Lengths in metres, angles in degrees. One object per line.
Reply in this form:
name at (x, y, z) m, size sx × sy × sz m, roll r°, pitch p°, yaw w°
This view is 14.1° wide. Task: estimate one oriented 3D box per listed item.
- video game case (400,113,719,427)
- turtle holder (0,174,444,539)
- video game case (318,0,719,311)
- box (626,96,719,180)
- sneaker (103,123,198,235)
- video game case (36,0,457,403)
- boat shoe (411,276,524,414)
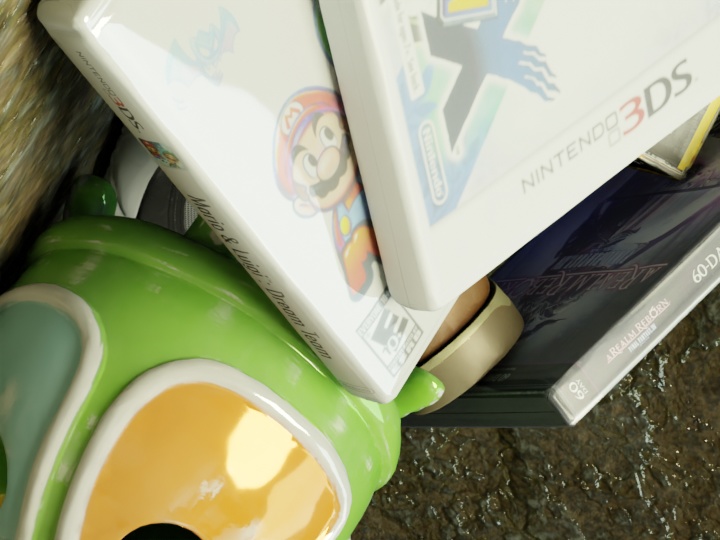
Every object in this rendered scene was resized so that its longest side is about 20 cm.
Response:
video game case at (0.103, -0.015, 1.024) m, size 0.200 × 0.019 × 0.143 m, roll -42°, pitch -166°, yaw -21°
turtle holder at (-0.080, 0.052, 0.948) m, size 0.132 × 0.185 × 0.141 m, roll -57°, pitch 143°, yaw -21°
video game case at (0.053, -0.116, 0.864) m, size 0.182 × 0.022 × 0.200 m, roll -36°, pitch 124°, yaw -37°
box at (0.119, -0.137, 1.082) m, size 0.200 × 0.049 × 0.160 m, roll -63°, pitch -162°, yaw -2°
sneaker at (-0.009, -0.058, 0.982) m, size 0.200 × 0.114 × 0.076 m, roll -62°, pitch 174°, yaw 35°
video game case at (0.011, -0.091, 0.858) m, size 0.200 × 0.024 × 0.182 m, roll -57°, pitch 135°, yaw -20°
boat shoe at (0.000, 0.000, 1.050) m, size 0.072 × 0.068 × 0.200 m, roll -43°, pitch -168°, yaw -13°
